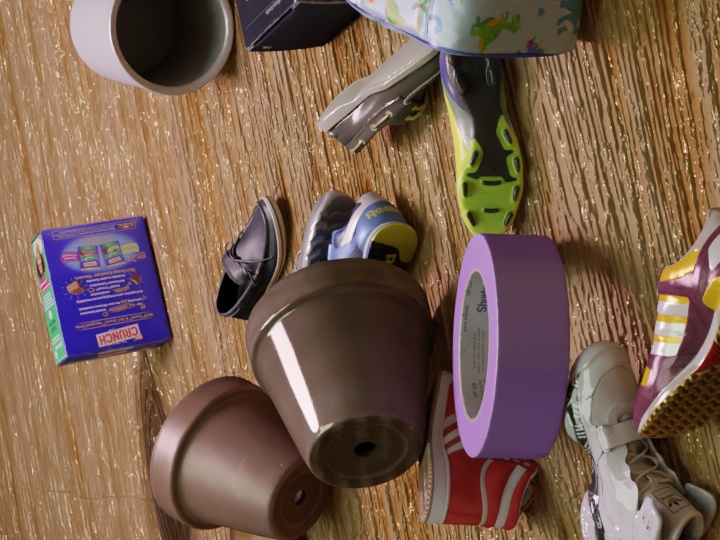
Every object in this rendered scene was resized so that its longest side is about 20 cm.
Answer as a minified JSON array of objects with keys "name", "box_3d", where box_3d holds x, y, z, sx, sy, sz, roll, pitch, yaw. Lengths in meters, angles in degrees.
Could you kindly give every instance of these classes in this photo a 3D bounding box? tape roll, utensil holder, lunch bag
[{"name":"tape roll","box_3d":[0.132,0.068,1.318,0.200,0.065,0.201,-177,90,-84]},{"name":"utensil holder","box_3d":[-0.284,-0.323,1.948,0.200,0.169,0.171,19,114,60]},{"name":"lunch bag","box_3d":[0.092,-0.247,1.287,0.200,0.160,0.083,38,124,50]}]

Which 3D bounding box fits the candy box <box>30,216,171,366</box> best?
[{"name":"candy box","box_3d":[-0.398,0.032,2.250,0.077,0.168,0.201,-36,65,62]}]

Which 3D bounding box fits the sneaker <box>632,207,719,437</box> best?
[{"name":"sneaker","box_3d":[0.263,0.044,1.152,0.200,0.075,0.090,-65,35,37]}]

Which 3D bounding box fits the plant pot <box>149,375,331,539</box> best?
[{"name":"plant pot","box_3d":[-0.133,0.253,1.835,0.174,0.200,0.201,22,118,37]}]

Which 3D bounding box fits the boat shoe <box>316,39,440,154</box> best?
[{"name":"boat shoe","box_3d":[0.034,-0.181,1.512,0.060,0.072,0.201,44,140,-15]}]

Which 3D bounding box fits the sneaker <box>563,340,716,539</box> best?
[{"name":"sneaker","box_3d":[0.235,0.160,1.224,0.115,0.075,0.201,12,112,58]}]

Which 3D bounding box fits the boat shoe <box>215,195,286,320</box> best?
[{"name":"boat shoe","box_3d":[-0.142,-0.010,1.882,0.075,0.062,0.200,61,144,37]}]

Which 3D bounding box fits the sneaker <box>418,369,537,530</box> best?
[{"name":"sneaker","box_3d":[0.117,0.182,1.466,0.200,0.112,0.071,-85,6,-52]}]

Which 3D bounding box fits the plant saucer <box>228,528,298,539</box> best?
[{"name":"plant saucer","box_3d":[-0.121,0.390,1.976,0.200,0.035,0.201,27,121,57]}]

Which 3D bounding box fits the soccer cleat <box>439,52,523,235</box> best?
[{"name":"soccer cleat","box_3d":[0.115,-0.130,1.396,0.084,0.064,0.201,-88,-11,-82]}]

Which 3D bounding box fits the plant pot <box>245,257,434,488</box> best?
[{"name":"plant pot","box_3d":[-0.010,0.118,1.488,0.174,0.199,0.200,-103,24,-44]}]

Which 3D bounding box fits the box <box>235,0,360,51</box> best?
[{"name":"box","box_3d":[-0.074,-0.360,1.617,0.148,0.104,0.201,-24,76,60]}]

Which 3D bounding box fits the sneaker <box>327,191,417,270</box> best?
[{"name":"sneaker","box_3d":[0.000,0.000,1.617,0.082,0.074,0.200,61,138,36]}]

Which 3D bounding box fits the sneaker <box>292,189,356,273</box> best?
[{"name":"sneaker","box_3d":[-0.052,-0.012,1.699,0.082,0.074,0.201,50,139,41]}]
